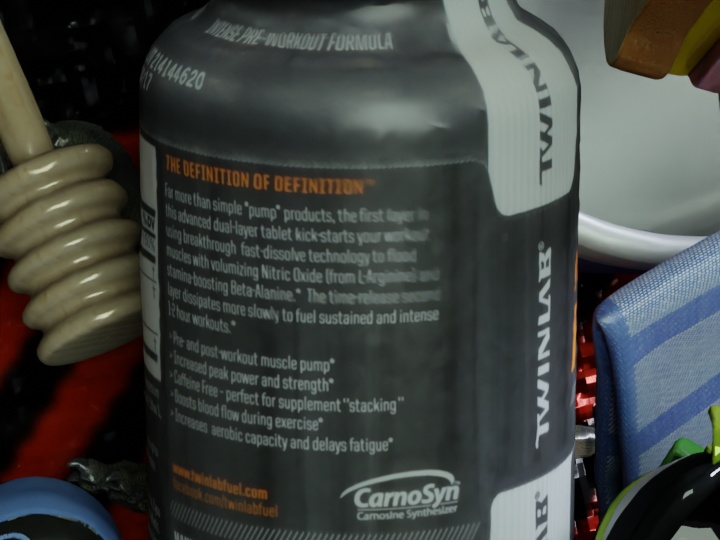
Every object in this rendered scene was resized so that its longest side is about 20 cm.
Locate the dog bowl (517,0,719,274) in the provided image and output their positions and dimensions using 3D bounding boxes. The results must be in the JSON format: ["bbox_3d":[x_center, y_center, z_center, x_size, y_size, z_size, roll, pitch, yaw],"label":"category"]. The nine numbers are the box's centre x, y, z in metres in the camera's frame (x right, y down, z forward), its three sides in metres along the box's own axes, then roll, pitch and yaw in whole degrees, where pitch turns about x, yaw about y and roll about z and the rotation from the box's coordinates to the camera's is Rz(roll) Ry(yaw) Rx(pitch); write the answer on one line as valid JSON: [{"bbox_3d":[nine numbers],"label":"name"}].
[{"bbox_3d":[0.077,-0.098,0.809,0.200,0.079,0.200,1,87,-17],"label":"dog bowl"}]

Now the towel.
[{"bbox_3d":[0.151,0.011,0.807,0.200,0.147,0.024,-27,54,-14],"label":"towel"}]

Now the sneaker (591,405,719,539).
[{"bbox_3d":[0.071,0.131,0.673,0.072,0.083,0.200,2,74,-1],"label":"sneaker"}]

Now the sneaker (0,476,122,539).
[{"bbox_3d":[-0.119,0.143,0.730,0.070,0.078,0.200,35,86,-14],"label":"sneaker"}]

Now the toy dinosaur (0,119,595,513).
[{"bbox_3d":[-0.029,0.034,0.791,0.200,0.047,0.088,30,73,-17],"label":"toy dinosaur"}]

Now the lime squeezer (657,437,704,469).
[{"bbox_3d":[0.048,0.121,0.800,0.038,0.071,0.200,26,111,-10],"label":"lime squeezer"}]

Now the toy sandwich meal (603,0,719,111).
[{"bbox_3d":[0.109,-0.127,0.680,0.070,0.205,0.205,9,85,-2],"label":"toy sandwich meal"}]

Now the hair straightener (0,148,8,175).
[{"bbox_3d":[-0.138,0.032,0.765,0.077,0.041,0.200,19,78,-16],"label":"hair straightener"}]

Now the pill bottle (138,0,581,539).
[{"bbox_3d":[0.000,0.000,0.706,0.106,0.106,0.200,-5,107,-17],"label":"pill bottle"}]

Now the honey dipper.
[{"bbox_3d":[-0.104,-0.072,0.757,0.038,0.038,0.200,-22,79,-16],"label":"honey dipper"}]
